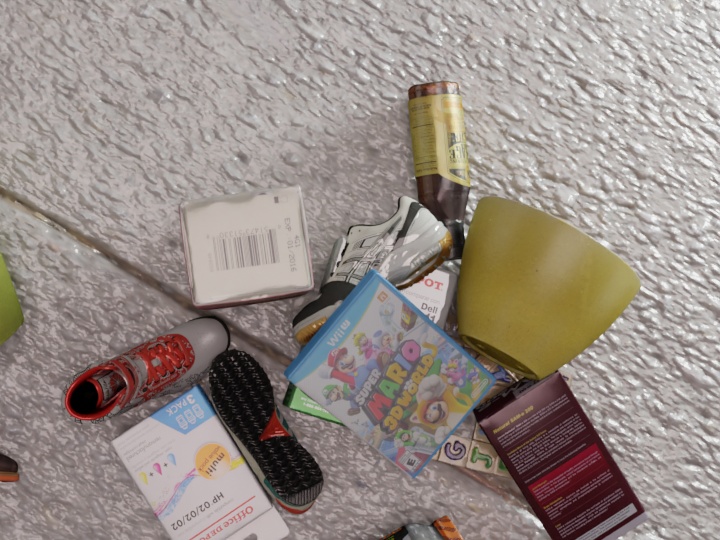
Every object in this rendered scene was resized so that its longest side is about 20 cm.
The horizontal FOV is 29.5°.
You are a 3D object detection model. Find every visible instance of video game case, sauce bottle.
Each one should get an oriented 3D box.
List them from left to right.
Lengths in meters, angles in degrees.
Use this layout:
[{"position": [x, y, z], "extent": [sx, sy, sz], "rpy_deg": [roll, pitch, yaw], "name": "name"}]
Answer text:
[{"position": [0.034, 0.112, 1.441], "extent": [0.200, 0.018, 0.143], "rpy_deg": [41, 90, -27], "name": "video game case"}, {"position": [0.093, -0.112, 1.555], "extent": [0.065, 0.066, 0.202], "rpy_deg": [-7, 90, -5], "name": "sauce bottle"}]

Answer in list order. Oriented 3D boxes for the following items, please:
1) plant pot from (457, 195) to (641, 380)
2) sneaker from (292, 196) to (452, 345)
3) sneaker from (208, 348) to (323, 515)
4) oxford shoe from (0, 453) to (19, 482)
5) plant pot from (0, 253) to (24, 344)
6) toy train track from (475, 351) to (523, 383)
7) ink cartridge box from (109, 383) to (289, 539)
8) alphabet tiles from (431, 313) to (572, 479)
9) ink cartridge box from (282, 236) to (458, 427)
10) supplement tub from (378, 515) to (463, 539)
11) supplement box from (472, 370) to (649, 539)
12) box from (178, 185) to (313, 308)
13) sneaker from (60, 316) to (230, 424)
[{"position": [0.182, 0.032, 1.480], "extent": [0.199, 0.200, 0.143], "rpy_deg": [30, 80, -3], "name": "plant pot"}, {"position": [0.000, 0.000, 1.461], "extent": [0.199, 0.076, 0.088], "rpy_deg": [-35, 73, -9], "name": "sneaker"}, {"position": [-0.110, 0.185, 1.511], "extent": [0.070, 0.094, 0.200], "rpy_deg": [-28, 69, -20], "name": "sneaker"}, {"position": [-0.459, 0.176, 1.486], "extent": [0.198, 0.071, 0.073], "rpy_deg": [21, 80, -3], "name": "oxford shoe"}, {"position": [-0.456, 0.003, 1.455], "extent": [0.187, 0.187, 0.201], "rpy_deg": [-37, 106, -6], "name": "plant pot"}, {"position": [0.189, 0.121, 1.558], "extent": [0.115, 0.033, 0.200], "rpy_deg": [-43, 92, -6], "name": "toy train track"}, {"position": [-0.173, 0.240, 1.507], "extent": [0.115, 0.068, 0.201], "rpy_deg": [-33, 90, -6], "name": "ink cartridge box"}, {"position": [0.159, 0.133, 1.574], "extent": [0.166, 0.008, 0.202], "rpy_deg": [14, 86, -4], "name": "alphabet tiles"}, {"position": [0.012, 0.077, 1.526], "extent": [0.145, 0.083, 0.202], "rpy_deg": [17, 85, -5], "name": "ink cartridge box"}, {"position": [0.032, 0.358, 1.493], "extent": [0.199, 0.123, 0.123], "rpy_deg": [-29, 90, -5], "name": "supplement tub"}, {"position": [0.223, 0.216, 1.529], "extent": [0.108, 0.061, 0.201], "rpy_deg": [-32, 99, 2], "name": "supplement box"}, {"position": [-0.121, -0.020, 1.460], "extent": [0.127, 0.200, 0.110], "rpy_deg": [-8, 88, -4], "name": "box"}, {"position": [-0.233, 0.111, 1.489], "extent": [0.200, 0.108, 0.068], "rpy_deg": [-25, 89, -6], "name": "sneaker"}]
